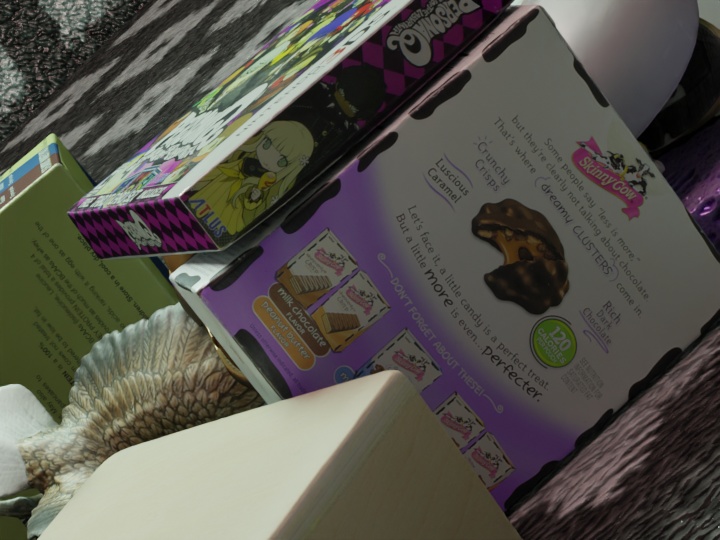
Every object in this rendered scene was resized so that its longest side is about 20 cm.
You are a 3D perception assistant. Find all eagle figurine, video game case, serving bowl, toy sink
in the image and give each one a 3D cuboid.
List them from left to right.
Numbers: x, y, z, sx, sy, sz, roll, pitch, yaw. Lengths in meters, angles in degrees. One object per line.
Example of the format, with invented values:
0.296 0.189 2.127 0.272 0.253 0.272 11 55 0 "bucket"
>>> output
-0.110 0.106 1.405 0.150 0.153 0.200 -23 -3 -34 "eagle figurine"
-0.049 0.142 1.142 0.199 0.112 0.130 -19 23 44 "toy sink"
-0.037 -0.074 1.245 0.181 0.036 0.200 -41 12 -16 "video game case"
0.068 -0.108 1.344 0.199 0.066 0.201 -29 31 19 "serving bowl"

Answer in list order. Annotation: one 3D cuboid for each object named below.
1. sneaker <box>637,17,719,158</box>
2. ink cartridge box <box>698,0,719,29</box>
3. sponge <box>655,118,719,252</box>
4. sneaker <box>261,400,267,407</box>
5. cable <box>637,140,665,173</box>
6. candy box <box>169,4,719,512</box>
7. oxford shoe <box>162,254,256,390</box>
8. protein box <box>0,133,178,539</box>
0.161 -0.098 1.425 0.088 0.077 0.200 -13 -4 -21 "sneaker"
0.214 -0.224 1.559 0.083 0.145 0.200 -28 18 38 "ink cartridge box"
0.211 -0.067 1.299 0.199 0.030 0.112 -35 13 21 "sponge"
0.029 0.057 1.319 0.074 0.081 0.200 12 47 37 "sneaker"
0.085 -0.056 1.389 0.097 0.050 0.200 -37 22 0 "cable"
0.045 0.006 1.205 0.200 0.168 0.072 -40 14 -9 "candy box"
-0.052 0.004 1.309 0.071 0.072 0.200 -33 32 -17 "oxford shoe"
-0.197 0.063 1.609 0.200 0.199 0.135 -39 13 0 "protein box"
